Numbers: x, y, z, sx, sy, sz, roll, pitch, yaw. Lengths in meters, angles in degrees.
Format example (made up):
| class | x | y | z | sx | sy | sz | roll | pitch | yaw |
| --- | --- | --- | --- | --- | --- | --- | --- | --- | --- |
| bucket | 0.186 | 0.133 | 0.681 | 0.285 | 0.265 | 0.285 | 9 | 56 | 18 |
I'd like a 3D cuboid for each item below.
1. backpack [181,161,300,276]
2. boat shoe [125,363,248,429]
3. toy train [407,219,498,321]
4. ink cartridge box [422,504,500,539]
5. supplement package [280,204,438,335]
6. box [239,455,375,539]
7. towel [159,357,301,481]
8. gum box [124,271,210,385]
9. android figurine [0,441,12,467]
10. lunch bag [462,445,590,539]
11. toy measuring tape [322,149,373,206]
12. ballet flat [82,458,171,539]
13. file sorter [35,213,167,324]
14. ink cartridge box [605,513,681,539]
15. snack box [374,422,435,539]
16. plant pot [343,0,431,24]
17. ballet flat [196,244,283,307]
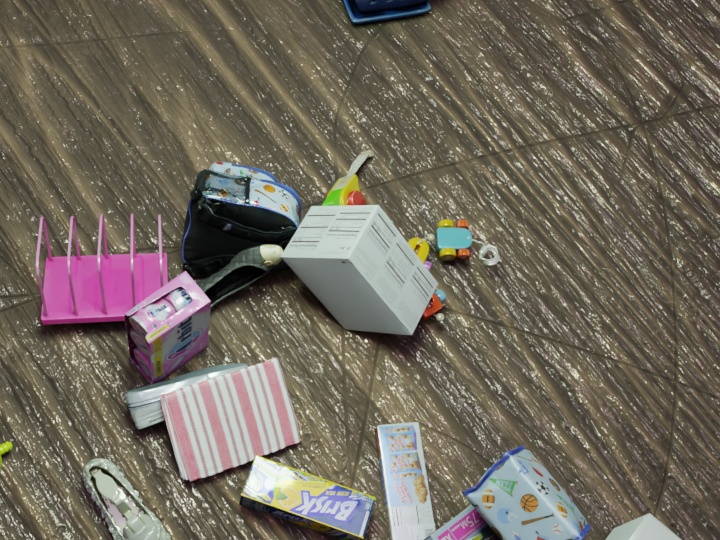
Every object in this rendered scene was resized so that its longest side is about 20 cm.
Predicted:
| class | x | y | z | sx | sy | sz | roll | pitch | yaw |
| --- | --- | --- | --- | --- | --- | --- | --- | --- | --- |
| backpack | -0.194 | -0.081 | 1.639 | 0.190 | 0.200 | 0.154 | 15 | 50 | -6 |
| boat shoe | -0.271 | 0.201 | 1.557 | 0.199 | 0.074 | 0.067 | -13 | 95 | -16 |
| toy train | 0.140 | 0.001 | 1.721 | 0.200 | 0.056 | 0.150 | -37 | 77 | -19 |
| ink cartridge box | 0.201 | 0.467 | 1.504 | 0.119 | 0.042 | 0.200 | -26 | 73 | -35 |
| supplement package | 0.000 | 0.000 | 1.589 | 0.200 | 0.155 | 0.111 | 51 | 56 | -35 |
| box | -0.082 | 0.357 | 1.509 | 0.199 | 0.064 | 0.070 | 20 | 64 | -1 |
| towel | -0.203 | 0.232 | 1.533 | 0.199 | 0.030 | 0.147 | -17 | 99 | -19 |
| gum box | -0.299 | 0.092 | 1.519 | 0.113 | 0.200 | 0.066 | -37 | 75 | -24 |
| android figurine | -0.626 | 0.293 | 1.460 | 0.200 | 0.041 | 0.182 | -32 | 73 | -21 |
| lunch bag | 0.262 | 0.366 | 1.504 | 0.124 | 0.200 | 0.170 | -43 | 75 | 13 |
| toy measuring tape | -0.012 | -0.139 | 1.762 | 0.073 | 0.074 | 0.200 | 28 | 46 | 4 |
| ballet flat | -0.354 | 0.364 | 1.459 | 0.072 | 0.072 | 0.200 | -37 | 77 | -23 |
| file sorter | -0.414 | -0.010 | 1.571 | 0.199 | 0.126 | 0.139 | -2 | 46 | -10 |
| ink cartridge box | 0.453 | 0.499 | 1.485 | 0.200 | 0.147 | 0.145 | 40 | 65 | 9 |
| snack box | 0.072 | 0.344 | 1.561 | 0.072 | 0.024 | 0.201 | -3 | 66 | -11 |
| plant pot | 0.049 | -0.604 | 1.916 | 0.199 | 0.180 | 0.201 | -13 | 68 | -16 |
| ballet flat | -0.203 | 0.017 | 1.603 | 0.200 | 0.066 | 0.057 | -31 | 48 | 24 |
